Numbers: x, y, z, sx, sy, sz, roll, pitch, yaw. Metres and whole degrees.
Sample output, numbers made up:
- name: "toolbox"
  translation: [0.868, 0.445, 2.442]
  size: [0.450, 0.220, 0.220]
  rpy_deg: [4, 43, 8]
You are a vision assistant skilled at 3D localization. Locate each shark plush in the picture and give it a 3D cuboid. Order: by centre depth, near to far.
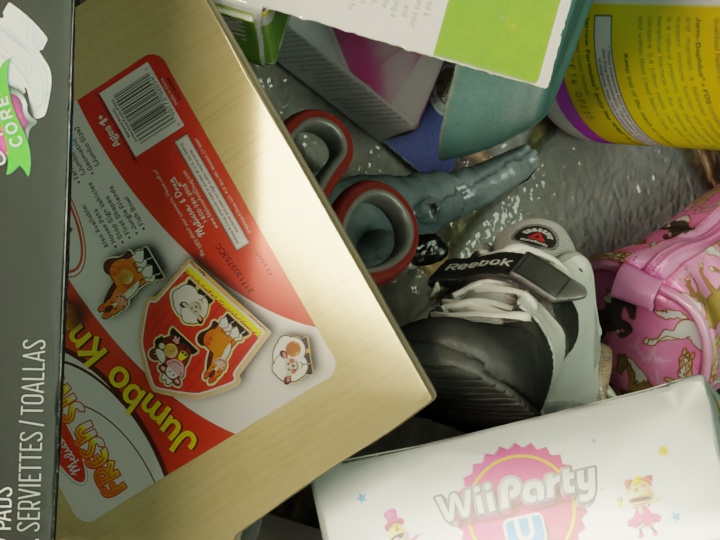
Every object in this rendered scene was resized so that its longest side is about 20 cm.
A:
- name: "shark plush"
  translation: [0.000, 0.000, 0.970]
  size: [0.199, 0.083, 0.092]
  rpy_deg: [-10, 100, -41]

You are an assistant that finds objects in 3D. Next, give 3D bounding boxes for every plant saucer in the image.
- name: "plant saucer"
  translation: [0.080, -0.133, 0.964]
  size: [0.200, 0.036, 0.201]
  rpy_deg: [19, 90, -84]

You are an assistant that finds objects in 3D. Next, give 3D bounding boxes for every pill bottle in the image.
- name: "pill bottle"
  translation: [0.173, -0.102, 1.039]
  size: [0.104, 0.199, 0.105]
  rpy_deg: [-8, 101, -45]

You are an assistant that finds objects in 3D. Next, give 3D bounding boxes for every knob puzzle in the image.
- name: "knob puzzle"
  translation: [-0.097, 0.018, 0.845]
  size: [0.030, 0.218, 0.221]
  rpy_deg: [-16, 107, -76]

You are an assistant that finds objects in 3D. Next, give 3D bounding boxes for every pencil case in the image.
- name: "pencil case"
  translation: [0.177, -0.009, 1.126]
  size: [0.200, 0.083, 0.087]
  rpy_deg: [-36, 105, -38]

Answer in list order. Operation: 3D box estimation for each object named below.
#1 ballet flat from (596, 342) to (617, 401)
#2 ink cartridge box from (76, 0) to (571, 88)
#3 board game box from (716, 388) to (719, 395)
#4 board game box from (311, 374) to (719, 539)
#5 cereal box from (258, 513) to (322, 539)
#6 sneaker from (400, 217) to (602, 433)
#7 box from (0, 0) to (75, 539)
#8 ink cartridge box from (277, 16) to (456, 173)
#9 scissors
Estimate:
- name: "ballet flat"
  translation: [0.111, 0.123, 1.082]
  size: [0.067, 0.068, 0.201]
  rpy_deg: [-17, 108, -4]
- name: "ink cartridge box"
  translation: [-0.014, -0.148, 0.875]
  size: [0.199, 0.076, 0.149]
  rpy_deg: [16, 80, 2]
- name: "board game box"
  translation: [0.197, 0.150, 1.147]
  size: [0.104, 0.103, 0.201]
  rpy_deg: [-15, 103, -41]
- name: "board game box"
  translation: [0.079, 0.095, 0.932]
  size: [0.200, 0.147, 0.065]
  rpy_deg: [33, 44, -72]
- name: "cereal box"
  translation: [-0.010, 0.171, 0.912]
  size: [0.143, 0.200, 0.040]
  rpy_deg: [23, 117, -42]
- name: "sneaker"
  translation: [0.051, 0.019, 0.948]
  size: [0.200, 0.074, 0.089]
  rpy_deg: [24, 75, -74]
- name: "box"
  translation: [-0.166, -0.007, 0.757]
  size: [0.147, 0.124, 0.202]
  rpy_deg: [1, 93, -11]
- name: "ink cartridge box"
  translation: [0.020, -0.165, 1.007]
  size: [0.200, 0.043, 0.197]
  rpy_deg: [35, 69, -37]
- name: "scissors"
  translation: [-0.035, 0.028, 0.876]
  size: [0.073, 0.014, 0.201]
  rpy_deg: [41, 54, -20]
